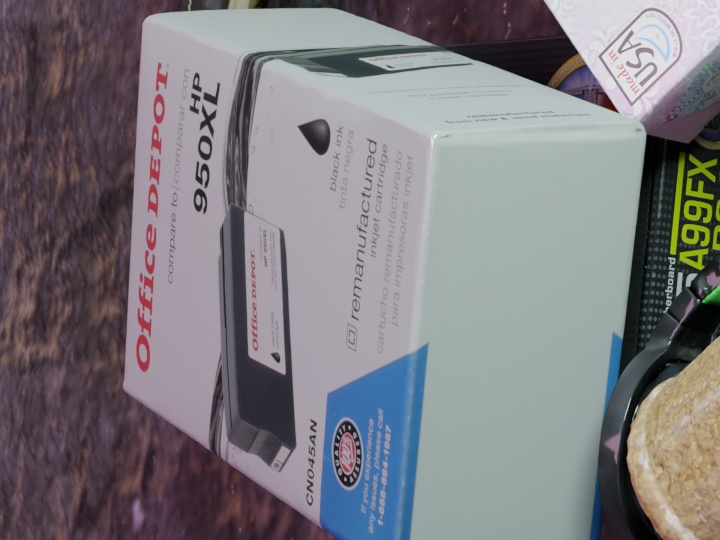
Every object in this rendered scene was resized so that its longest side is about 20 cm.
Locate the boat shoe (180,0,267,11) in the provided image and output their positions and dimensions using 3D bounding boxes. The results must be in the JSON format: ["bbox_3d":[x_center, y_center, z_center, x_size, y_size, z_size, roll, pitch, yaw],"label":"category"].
[{"bbox_3d":[-0.057,-0.165,1.123,0.072,0.066,0.201,-76,1,-53],"label":"boat shoe"}]

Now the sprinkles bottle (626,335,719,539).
[{"bbox_3d":[0.146,0.008,0.713,0.200,0.068,0.069,-50,46,45],"label":"sprinkles bottle"}]

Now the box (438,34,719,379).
[{"bbox_3d":[0.054,0.000,1.008,0.200,0.044,0.161,2,85,54],"label":"box"}]

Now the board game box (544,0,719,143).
[{"bbox_3d":[0.112,-0.181,0.895,0.199,0.043,0.200,-45,62,26],"label":"board game box"}]

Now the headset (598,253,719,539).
[{"bbox_3d":[0.129,0.079,0.876,0.123,0.094,0.200,44,106,34],"label":"headset"}]

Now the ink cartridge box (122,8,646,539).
[{"bbox_3d":[0.000,0.000,0.950,0.200,0.084,0.145,27,116,56],"label":"ink cartridge box"}]
